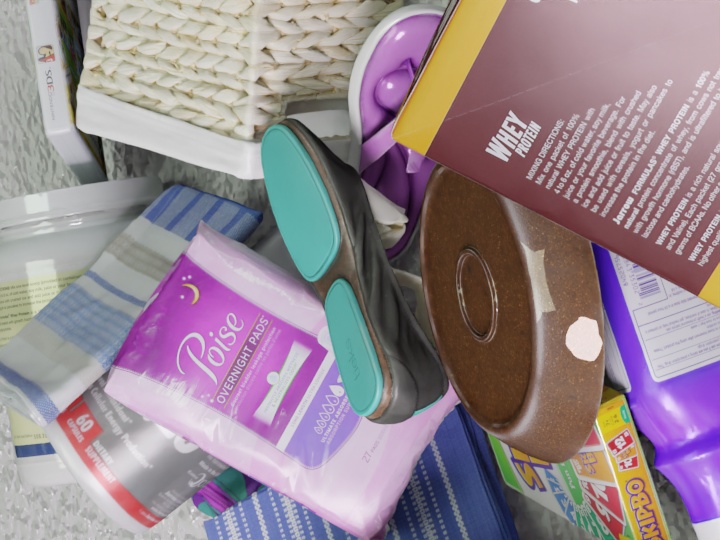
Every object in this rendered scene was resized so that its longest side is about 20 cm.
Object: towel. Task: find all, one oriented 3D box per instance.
[{"bbox_3d":[0.003,0.177,1.686,0.199,0.024,0.145,-29,62,18],"label":"towel"},{"bbox_3d":[-0.160,0.019,1.747,0.024,0.200,0.147,51,168,-21],"label":"towel"}]

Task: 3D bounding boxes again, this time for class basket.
[{"bbox_3d":[-0.077,-0.138,1.725,0.200,0.135,0.124,17,109,49],"label":"basket"}]

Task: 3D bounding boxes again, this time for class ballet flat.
[{"bbox_3d":[0.000,0.000,1.598,0.068,0.068,0.201,-45,58,50],"label":"ballet flat"}]

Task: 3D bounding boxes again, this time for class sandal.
[{"bbox_3d":[0.032,-0.074,1.644,0.203,0.082,0.050,101,150,-42],"label":"sandal"}]

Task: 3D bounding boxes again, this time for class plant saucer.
[{"bbox_3d":[0.077,0.011,1.495,0.200,0.034,0.201,169,90,-71],"label":"plant saucer"}]

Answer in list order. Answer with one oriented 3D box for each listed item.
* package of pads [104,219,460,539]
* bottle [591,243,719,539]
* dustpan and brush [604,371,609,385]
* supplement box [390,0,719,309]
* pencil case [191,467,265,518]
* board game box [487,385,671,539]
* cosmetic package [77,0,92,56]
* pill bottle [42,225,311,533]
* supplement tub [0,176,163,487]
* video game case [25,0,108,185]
[{"bbox_3d":[-0.045,0.069,1.643,0.121,0.199,0.076,-60,1,-3],"label":"package of pads"},{"bbox_3d":[0.177,0.049,1.479,0.065,0.083,0.201,-23,86,66],"label":"bottle"},{"bbox_3d":[0.099,-0.027,1.582,0.139,0.057,0.201,-38,67,49],"label":"dustpan and brush"},{"bbox_3d":[0.152,-0.127,1.357,0.199,0.133,0.198,26,128,-2],"label":"supplement box"},{"bbox_3d":[-0.033,0.182,1.767,0.200,0.092,0.085,45,130,38],"label":"pencil case"},{"bbox_3d":[0.112,0.097,1.555,0.200,0.030,0.096,29,141,68],"label":"board game box"},{"bbox_3d":[-0.161,-0.219,1.882,0.082,0.050,0.201,-4,94,54],"label":"cosmetic package"},{"bbox_3d":[-0.100,0.067,1.738,0.200,0.114,0.114,-38,60,4],"label":"pill bottle"},{"bbox_3d":[-0.184,0.043,1.888,0.145,0.144,0.201,-9,90,52],"label":"supplement tub"},{"bbox_3d":[-0.209,-0.163,1.874,0.200,0.023,0.183,83,177,-81],"label":"video game case"}]
